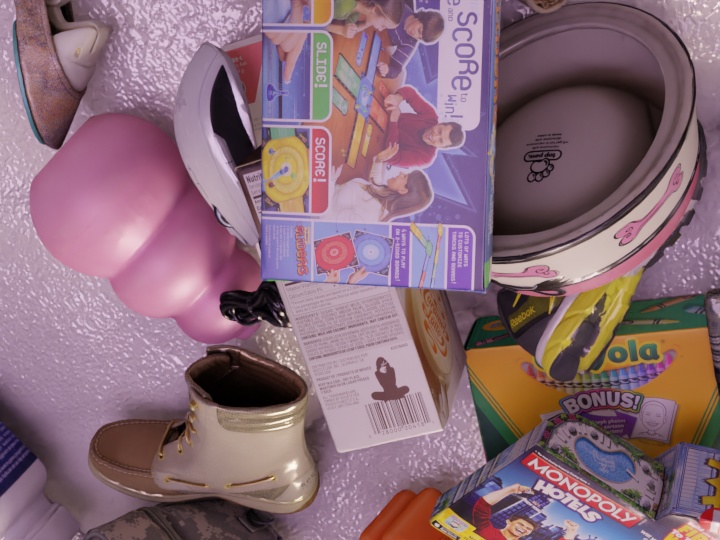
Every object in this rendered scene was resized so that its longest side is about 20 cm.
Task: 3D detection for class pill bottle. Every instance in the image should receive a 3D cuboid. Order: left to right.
[{"bbox_3d":[-0.349,0.190,1.043,0.200,0.120,0.120,45,117,-5],"label":"pill bottle"}]

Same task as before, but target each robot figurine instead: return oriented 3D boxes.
[{"bbox_3d":[0.085,0.270,0.946,0.143,0.117,0.201,-33,100,21],"label":"robot figurine"}]

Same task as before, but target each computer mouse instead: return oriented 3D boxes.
[{"bbox_3d":[-0.093,-0.053,0.810,0.043,0.109,0.203,-20,102,-22],"label":"computer mouse"}]

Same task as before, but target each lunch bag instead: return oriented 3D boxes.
[{"bbox_3d":[-0.167,0.292,1.009,0.139,0.167,0.201,44,121,21],"label":"lunch bag"}]

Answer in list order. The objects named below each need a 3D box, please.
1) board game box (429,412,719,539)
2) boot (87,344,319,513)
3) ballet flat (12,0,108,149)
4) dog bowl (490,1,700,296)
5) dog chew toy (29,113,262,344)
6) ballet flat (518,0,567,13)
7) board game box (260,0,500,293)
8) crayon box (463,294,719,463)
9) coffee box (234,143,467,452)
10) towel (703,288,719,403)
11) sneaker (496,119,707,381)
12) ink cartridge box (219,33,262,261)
[{"bbox_3d":[0.183,0.168,0.825,0.199,0.062,0.200,33,138,-9],"label":"board game box"},{"bbox_3d":[-0.133,0.123,0.946,0.197,0.073,0.156,7,140,8],"label":"boot"},{"bbox_3d":[-0.223,-0.192,0.863,0.066,0.068,0.203,-8,100,7],"label":"ballet flat"},{"bbox_3d":[0.126,-0.072,0.757,0.198,0.202,0.074,-19,138,23],"label":"dog bowl"},{"bbox_3d":[-0.152,-0.022,0.898,0.200,0.125,0.124,44,117,-13],"label":"dog chew toy"},{"bbox_3d":[0.166,-0.239,0.736,0.069,0.070,0.200,41,117,-3],"label":"ballet flat"},{"bbox_3d":[0.011,-0.092,0.672,0.133,0.034,0.203,4,99,11],"label":"board game box"},{"bbox_3d":[0.185,0.090,0.873,0.197,0.058,0.120,-7,110,20],"label":"crayon box"},{"bbox_3d":[0.000,0.000,0.784,0.079,0.114,0.202,-14,106,17],"label":"coffee box"},{"bbox_3d":[0.342,0.072,0.807,0.197,0.035,0.195,-17,107,1],"label":"towel"},{"bbox_3d":[0.160,-0.027,0.809,0.084,0.074,0.201,34,94,35],"label":"sneaker"},{"bbox_3d":[-0.029,-0.076,0.863,0.115,0.068,0.202,-11,107,21],"label":"ink cartridge box"}]
